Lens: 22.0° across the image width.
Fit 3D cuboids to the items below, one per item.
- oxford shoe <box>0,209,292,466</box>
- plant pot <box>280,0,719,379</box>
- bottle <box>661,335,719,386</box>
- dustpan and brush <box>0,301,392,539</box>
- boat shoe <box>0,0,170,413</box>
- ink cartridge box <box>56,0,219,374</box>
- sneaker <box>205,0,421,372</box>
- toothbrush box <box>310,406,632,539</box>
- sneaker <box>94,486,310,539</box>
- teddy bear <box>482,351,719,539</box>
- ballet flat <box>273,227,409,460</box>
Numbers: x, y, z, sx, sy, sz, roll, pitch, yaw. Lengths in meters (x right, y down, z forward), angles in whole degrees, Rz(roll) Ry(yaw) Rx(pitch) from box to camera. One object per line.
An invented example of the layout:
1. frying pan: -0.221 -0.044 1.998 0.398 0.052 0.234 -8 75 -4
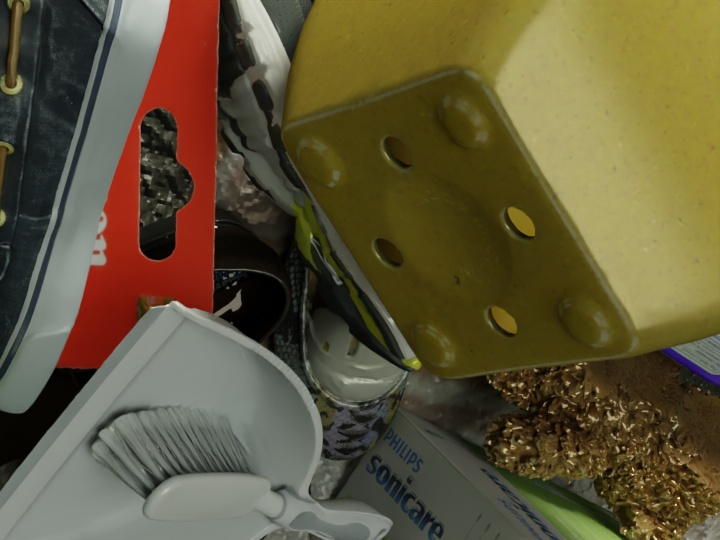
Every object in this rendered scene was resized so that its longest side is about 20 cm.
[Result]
1. oxford shoe: -0.119 0.037 0.794 0.200 0.084 0.073 -31 118 -16
2. plant pot: 0.087 -0.066 0.692 0.200 0.195 0.195 -43 108 -33
3. bottle: 0.127 -0.019 0.877 0.200 0.065 0.084 32 53 -26
4. dustpan and brush: -0.051 0.090 0.776 0.140 0.057 0.200 -50 153 14
5. boat shoe: -0.136 -0.039 0.659 0.090 0.071 0.201 12 123 -16
6. ink cartridge box: -0.159 -0.034 0.724 0.199 0.057 0.163 4 104 5
7. sneaker: -0.003 -0.058 0.780 0.084 0.074 0.201 -35 113 -19
8. toothbrush box: 0.097 0.163 0.905 0.200 0.146 0.086 30 96 -32
9. sneaker: -0.100 0.130 0.839 0.200 0.074 0.081 -31 119 -16
10. teddy bear: 0.107 0.049 0.921 0.200 0.067 0.146 31 53 -28
11. ballet flat: 0.000 0.000 0.855 0.072 0.072 0.201 -2 105 -28
